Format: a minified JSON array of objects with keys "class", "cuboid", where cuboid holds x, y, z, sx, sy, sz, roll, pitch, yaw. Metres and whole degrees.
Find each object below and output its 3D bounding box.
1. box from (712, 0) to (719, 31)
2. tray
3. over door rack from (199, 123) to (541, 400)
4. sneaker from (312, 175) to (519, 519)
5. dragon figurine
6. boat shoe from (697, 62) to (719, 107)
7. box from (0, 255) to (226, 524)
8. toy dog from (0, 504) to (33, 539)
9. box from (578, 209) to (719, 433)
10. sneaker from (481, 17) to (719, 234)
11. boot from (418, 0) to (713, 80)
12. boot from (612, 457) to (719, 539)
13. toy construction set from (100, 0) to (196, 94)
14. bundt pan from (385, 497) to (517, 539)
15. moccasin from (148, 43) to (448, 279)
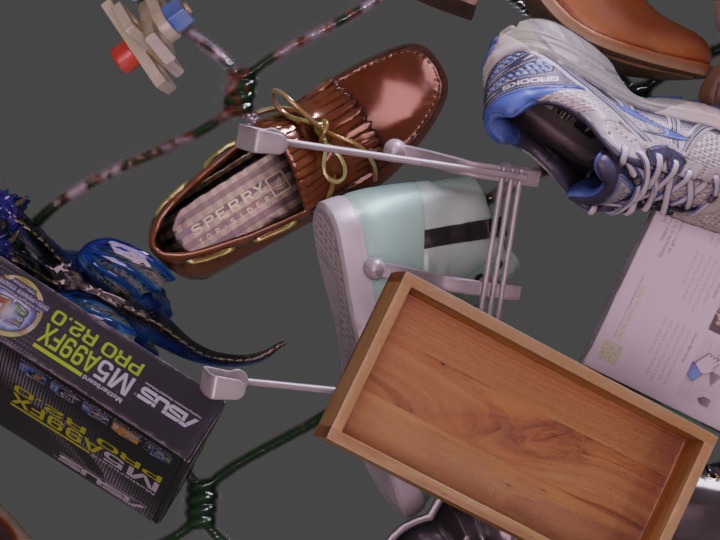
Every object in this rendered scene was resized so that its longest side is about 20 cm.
[{"class":"box","cuboid":[0.243,-0.242,1.596,0.102,0.095,0.201,-6,93,4]},{"class":"tray","cuboid":[0.085,0.090,1.513,0.199,0.037,0.099,28,82,-13]},{"class":"over door rack","cuboid":[0.000,0.000,1.541,0.199,0.066,0.149,6,94,-34]},{"class":"sneaker","cuboid":[0.048,0.043,1.638,0.118,0.074,0.202,-15,108,-17]},{"class":"dragon figurine","cuboid":[-0.144,0.018,1.625,0.199,0.099,0.059,26,78,3]},{"class":"boat shoe","cuboid":[0.287,-0.065,1.623,0.199,0.065,0.072,26,108,0]},{"class":"box","cuboid":[-0.180,0.060,1.605,0.199,0.160,0.044,33,69,0]},{"class":"toy dog","cuboid":[-0.255,0.156,1.601,0.139,0.194,0.201,-24,89,-32]},{"class":"box","cuboid":[0.248,0.034,1.645,0.199,0.036,0.145,26,95,2]},{"class":"sneaker","cuboid":[0.152,-0.059,1.570,0.199,0.085,0.077,26,130,-3]},{"class":"boot","cuboid":[0.133,-0.204,1.624,0.199,0.077,0.156,20,83,-1]},{"class":"boot","cuboid":[0.215,0.113,1.579,0.138,0.077,0.200,36,77,-4]},{"class":"toy construction set","cuboid":[-0.076,-0.195,1.624,0.200,0.092,0.131,-37,92,-6]},{"class":"bundt pan","cuboid":[0.091,0.213,1.638,0.201,0.076,0.203,0,96,-1]},{"class":"moccasin","cuboid":[-0.038,-0.067,1.630,0.201,0.078,0.074,-28,85,5]}]
